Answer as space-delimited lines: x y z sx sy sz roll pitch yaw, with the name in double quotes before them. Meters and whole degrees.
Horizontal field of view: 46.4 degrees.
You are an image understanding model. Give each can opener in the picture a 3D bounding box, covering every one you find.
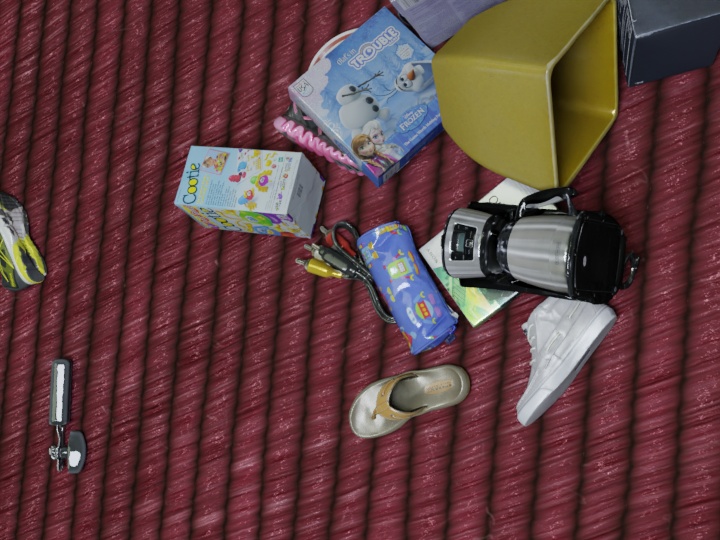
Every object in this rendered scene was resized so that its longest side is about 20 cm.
"can opener" -0.521 0.257 1.490 0.066 0.053 0.202 -3 86 -13

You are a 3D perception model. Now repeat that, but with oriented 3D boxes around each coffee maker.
"coffee maker" 0.232 -0.017 1.109 0.199 0.192 0.136 9 70 41

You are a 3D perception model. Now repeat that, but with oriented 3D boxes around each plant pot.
"plant pot" 0.209 -0.247 1.119 0.199 0.195 0.196 18 52 33

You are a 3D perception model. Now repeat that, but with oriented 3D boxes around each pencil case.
"pencil case" 0.071 0.023 1.234 0.086 0.078 0.201 -29 80 7

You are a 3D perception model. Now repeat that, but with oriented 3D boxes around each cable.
"cable" 0.000 0.000 1.305 0.199 0.050 0.097 35 82 8

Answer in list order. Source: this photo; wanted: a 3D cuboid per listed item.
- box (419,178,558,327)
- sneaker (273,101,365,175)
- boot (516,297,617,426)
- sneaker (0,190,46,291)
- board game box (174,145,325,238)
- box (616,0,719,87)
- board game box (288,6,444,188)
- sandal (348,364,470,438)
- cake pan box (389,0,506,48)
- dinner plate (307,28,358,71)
"box" 0.202 -0.033 1.215 0.200 0.036 0.145 -40 73 16
"sneaker" -0.039 -0.220 1.313 0.199 0.079 0.096 30 86 20
"boot" 0.260 0.112 1.171 0.095 0.074 0.200 39 92 26
"sneaker" -0.654 -0.053 1.544 0.084 0.074 0.201 -30 76 18
"board game box" -0.173 -0.124 1.328 0.198 0.103 0.106 7 74 22
"box" 0.383 -0.369 1.073 0.122 0.200 0.200 -11 82 14
"board game box" 0.031 -0.260 1.249 0.200 0.043 0.199 -42 76 -10
"sandal" 0.066 0.191 1.245 0.199 0.054 0.081 -22 78 19
"cake pan box" 0.141 -0.408 1.187 0.199 0.184 0.053 -29 72 19
"dinner plate" 0.015 -0.280 1.289 0.198 0.024 0.202 -1 75 3
